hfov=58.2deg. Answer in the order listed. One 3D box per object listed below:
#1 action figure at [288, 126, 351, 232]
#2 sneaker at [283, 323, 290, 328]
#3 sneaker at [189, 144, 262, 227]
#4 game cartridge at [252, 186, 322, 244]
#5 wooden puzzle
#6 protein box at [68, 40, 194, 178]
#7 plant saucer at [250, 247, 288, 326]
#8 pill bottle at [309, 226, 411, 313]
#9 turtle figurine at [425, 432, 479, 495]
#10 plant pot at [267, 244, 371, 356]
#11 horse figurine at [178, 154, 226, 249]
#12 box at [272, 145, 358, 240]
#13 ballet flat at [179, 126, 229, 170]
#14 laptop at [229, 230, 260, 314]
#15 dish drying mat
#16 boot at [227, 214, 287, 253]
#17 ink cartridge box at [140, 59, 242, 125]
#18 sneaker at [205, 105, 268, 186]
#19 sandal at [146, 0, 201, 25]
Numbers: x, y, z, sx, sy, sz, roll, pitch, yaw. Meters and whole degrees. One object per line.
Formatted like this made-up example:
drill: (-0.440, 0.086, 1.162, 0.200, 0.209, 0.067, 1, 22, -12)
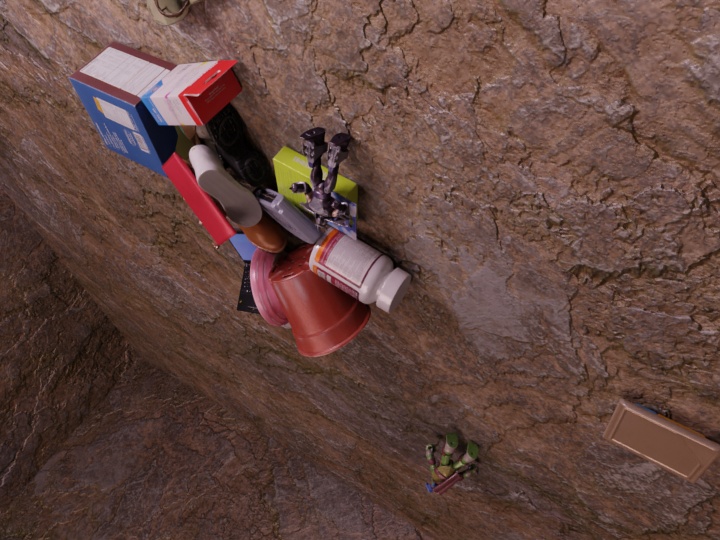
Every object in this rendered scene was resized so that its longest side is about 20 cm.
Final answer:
action figure: (-0.070, -0.154, 1.170, 0.128, 0.069, 0.203, 20, 129, 18)
sneaker: (-0.211, 0.088, 1.789, 0.113, 0.073, 0.202, 2, 136, 45)
sneaker: (-0.281, -0.182, 1.353, 0.116, 0.073, 0.200, 60, -175, 37)
game cartridge: (-0.154, -0.115, 1.370, 0.133, 0.041, 0.200, 47, 172, -27)
wooden puzzle: (0.565, 0.318, 1.222, 0.183, 0.037, 0.201, 26, 155, 24)
protein box: (-0.466, -0.341, 1.375, 0.198, 0.135, 0.200, 26, 151, 23)
plant saucer: (-0.198, 0.031, 1.577, 0.050, 0.203, 0.202, -11, 132, 20)
pill bottle: (0.000, 0.000, 1.346, 0.198, 0.110, 0.110, 31, 152, 15)
turtle figurine: (0.268, 0.536, 1.877, 0.144, 0.198, 0.195, 50, 139, 27)
plant pot: (-0.105, 0.058, 1.495, 0.199, 0.201, 0.197, 3, 129, 49)
horse figurine: (-0.340, -0.149, 1.400, 0.202, 0.050, 0.132, 58, 152, -6)
box: (-0.078, -0.152, 1.278, 0.198, 0.048, 0.123, 30, 153, 17)
ballet flat: (-0.326, -0.280, 1.377, 0.071, 0.068, 0.201, 15, 148, 20)
laptop: (-0.288, 0.007, 1.700, 0.175, 0.204, 0.102, 5, 172, 43)
dish drying mat: (-0.333, -0.146, 1.337, 0.076, 0.018, 0.201, -22, 106, 50)
boot: (-0.258, -0.127, 1.475, 0.200, 0.077, 0.155, 47, 176, 11)
ink cartridge box: (-0.307, -0.332, 1.212, 0.198, 0.117, 0.068, 12, 143, 42)
sneaker: (-0.271, -0.260, 1.334, 0.090, 0.076, 0.202, 20, 145, 48)
sandal: (-0.315, -0.464, 1.085, 0.199, 0.058, 0.080, -2, 133, 52)
